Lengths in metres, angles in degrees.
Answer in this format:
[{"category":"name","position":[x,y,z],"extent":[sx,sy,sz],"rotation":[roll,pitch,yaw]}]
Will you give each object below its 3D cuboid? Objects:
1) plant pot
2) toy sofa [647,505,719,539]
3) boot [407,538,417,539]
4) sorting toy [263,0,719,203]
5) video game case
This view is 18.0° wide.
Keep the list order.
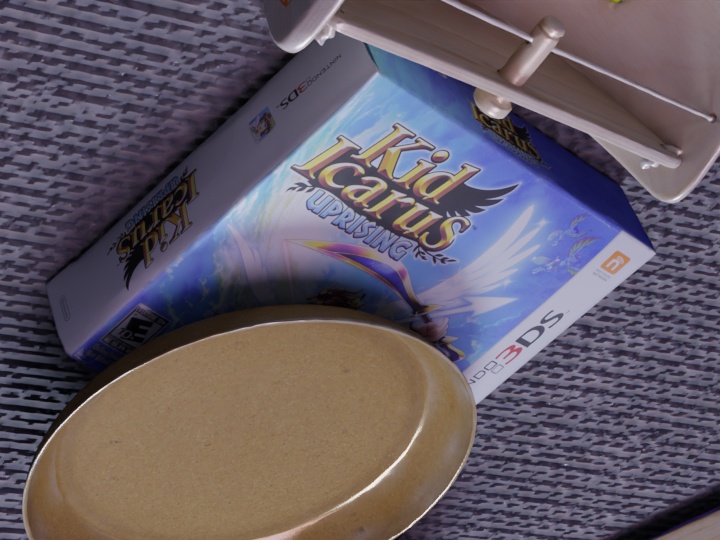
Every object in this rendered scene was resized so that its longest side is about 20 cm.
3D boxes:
[{"category":"plant pot","position":[-0.049,0.077,0.977],"extent":[0.198,0.028,0.201],"rotation":[-12,142,-10]},{"category":"toy sofa","position":[0.188,0.186,1.254],"extent":[0.199,0.098,0.083],"rotation":[-26,165,2]},{"category":"boot","position":[-0.050,0.213,1.161],"extent":[0.153,0.074,0.201],"rotation":[4,131,-24]},{"category":"sorting toy","position":[0.077,-0.144,0.815],"extent":[0.199,0.107,0.181],"rotation":[18,118,-39]},{"category":"video game case","position":[0.000,0.000,0.969],"extent":[0.181,0.046,0.199],"rotation":[-42,137,19]}]
